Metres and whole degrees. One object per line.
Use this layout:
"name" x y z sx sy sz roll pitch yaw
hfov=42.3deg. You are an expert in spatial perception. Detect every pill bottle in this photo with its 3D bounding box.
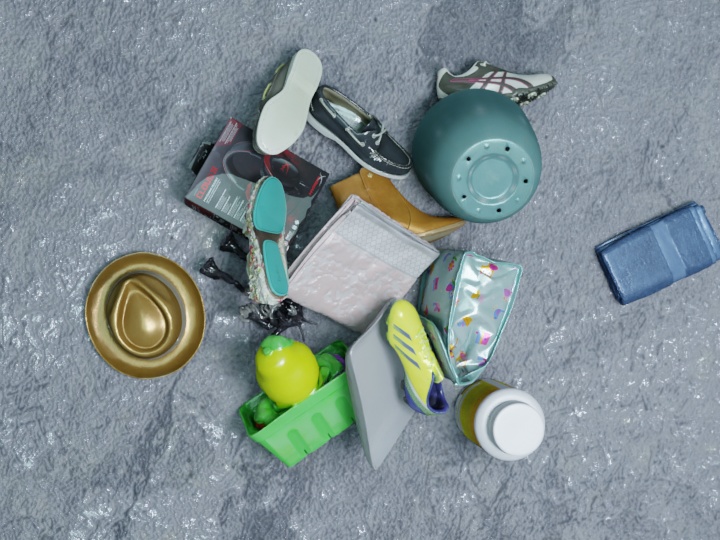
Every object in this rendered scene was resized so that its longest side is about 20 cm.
"pill bottle" 0.218 0.231 1.443 0.109 0.200 0.110 0 89 -6

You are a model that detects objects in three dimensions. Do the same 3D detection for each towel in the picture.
"towel" 0.000 0.000 1.429 0.200 0.032 0.191 29 109 -37
"towel" 0.499 -0.028 1.555 0.199 0.049 0.112 -24 92 -7

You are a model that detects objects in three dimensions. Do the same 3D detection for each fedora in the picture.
"fedora" -0.335 0.071 1.439 0.200 0.082 0.201 0 89 -7

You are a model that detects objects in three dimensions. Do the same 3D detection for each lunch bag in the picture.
"lunch bag" 0.153 0.072 1.451 0.122 0.170 0.201 14 90 -14

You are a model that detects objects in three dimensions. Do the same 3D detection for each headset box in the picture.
"headset box" -0.172 -0.132 1.459 0.200 0.075 0.149 30 81 -5

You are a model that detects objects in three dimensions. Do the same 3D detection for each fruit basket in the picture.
"fruit basket" -0.102 0.172 1.427 0.215 0.155 0.216 -3 103 -14

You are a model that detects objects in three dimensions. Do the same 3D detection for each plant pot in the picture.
"plant pot" 0.187 -0.163 1.430 0.200 0.161 0.201 -2 114 -3

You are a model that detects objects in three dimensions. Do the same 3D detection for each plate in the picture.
"plate" 0.028 0.168 1.420 0.032 0.200 0.200 -3 110 25

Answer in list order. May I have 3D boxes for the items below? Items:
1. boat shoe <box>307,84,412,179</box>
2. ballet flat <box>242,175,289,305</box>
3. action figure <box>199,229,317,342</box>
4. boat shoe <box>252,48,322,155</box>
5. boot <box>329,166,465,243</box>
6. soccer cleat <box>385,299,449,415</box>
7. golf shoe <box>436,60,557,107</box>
"boat shoe" 0.004 -0.219 1.479 0.200 0.060 0.076 30 46 -7
"ballet flat" -0.148 -0.042 1.381 0.075 0.064 0.201 16 63 -43
"action figure" -0.152 0.034 1.453 0.200 0.102 0.119 38 81 -2
"boat shoe" -0.121 -0.254 1.443 0.072 0.060 0.202 37 58 -27
"boot" 0.060 -0.107 1.497 0.201 0.071 0.144 -15 77 -20
"soccer cleat" 0.093 0.133 1.419 0.065 0.084 0.201 -35 122 -37
"golf shoe" 0.221 -0.305 1.513 0.199 0.077 0.088 -12 84 -7
